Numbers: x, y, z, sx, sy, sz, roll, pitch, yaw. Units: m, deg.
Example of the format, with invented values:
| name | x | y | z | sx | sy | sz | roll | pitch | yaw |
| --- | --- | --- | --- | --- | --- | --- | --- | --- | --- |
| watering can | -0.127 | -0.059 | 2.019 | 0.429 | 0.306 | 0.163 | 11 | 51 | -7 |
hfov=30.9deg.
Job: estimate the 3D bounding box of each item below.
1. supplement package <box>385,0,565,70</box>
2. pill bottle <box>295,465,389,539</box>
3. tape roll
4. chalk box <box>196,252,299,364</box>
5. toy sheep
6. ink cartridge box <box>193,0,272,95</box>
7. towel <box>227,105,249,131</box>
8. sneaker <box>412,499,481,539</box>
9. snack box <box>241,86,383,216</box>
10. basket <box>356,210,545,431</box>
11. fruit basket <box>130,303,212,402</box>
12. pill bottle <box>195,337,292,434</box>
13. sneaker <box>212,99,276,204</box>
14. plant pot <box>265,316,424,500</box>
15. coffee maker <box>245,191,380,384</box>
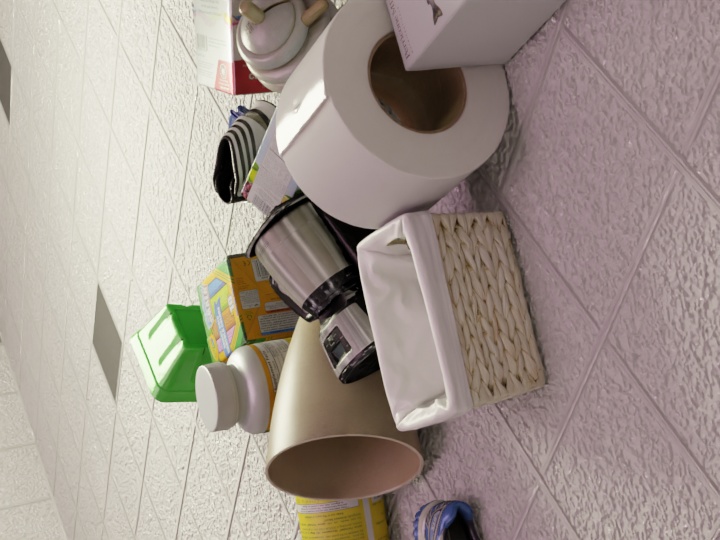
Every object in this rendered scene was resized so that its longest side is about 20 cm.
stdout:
| name | x | y | z | sx | sy | sz | roll | pitch | yaw |
| --- | --- | --- | --- | --- | --- | --- | --- | --- | --- |
| supplement package | 0.113 | -0.280 | 1.173 | 0.200 | 0.116 | 0.119 | -43 | 60 | 60 |
| pill bottle | -0.018 | 0.347 | 1.645 | 0.112 | 0.111 | 0.203 | -14 | 85 | 64 |
| tape roll | 0.030 | -0.159 | 1.288 | 0.139 | 0.200 | 0.206 | -39 | 63 | 61 |
| chalk box | -0.148 | 0.058 | 1.819 | 0.200 | 0.123 | 0.126 | 142 | 117 | -63 |
| toy sheep | -0.076 | -0.270 | 1.511 | 0.136 | 0.199 | 0.140 | -14 | 64 | 30 |
| ink cartridge box | -0.167 | -0.350 | 1.775 | 0.145 | 0.082 | 0.203 | 28 | 123 | 60 |
| towel | -0.097 | -0.108 | 1.668 | 0.199 | 0.024 | 0.148 | 40 | 147 | 17 |
| sneaker | 0.112 | 0.346 | 1.421 | 0.085 | 0.076 | 0.203 | -39 | 63 | 56 |
| snack box | -0.040 | -0.167 | 1.466 | 0.067 | 0.169 | 0.201 | 38 | 144 | 7 |
| basket | 0.091 | 0.046 | 1.313 | 0.135 | 0.122 | 0.203 | -31 | 71 | 62 |
| fruit basket | -0.251 | 0.147 | 1.968 | 0.156 | 0.213 | 0.217 | 60 | 147 | 37 |
| pill bottle | -0.105 | 0.146 | 1.665 | 0.112 | 0.197 | 0.115 | 30 | 124 | 58 |
| sneaker | -0.123 | -0.093 | 1.582 | 0.075 | 0.115 | 0.203 | 14 | 134 | 44 |
| plant pot | -0.024 | 0.144 | 1.551 | 0.188 | 0.184 | 0.203 | 122 | 150 | -54 |
| coffee maker | 0.000 | 0.000 | 1.470 | 0.201 | 0.191 | 0.135 | 52 | 164 | 12 |
